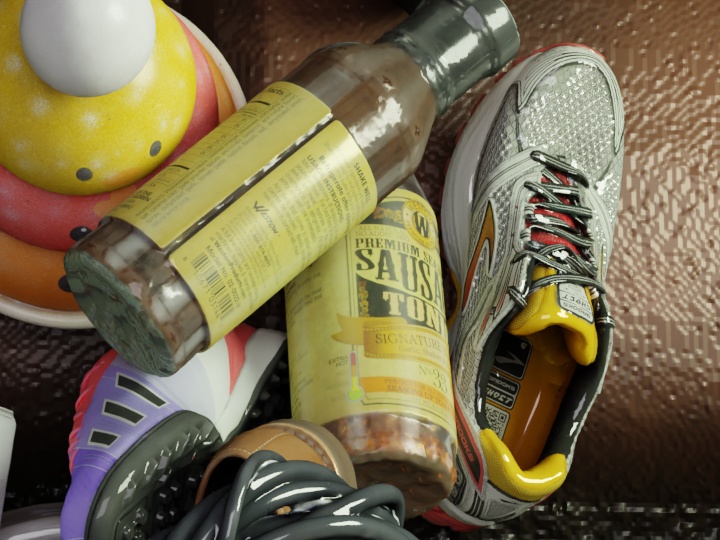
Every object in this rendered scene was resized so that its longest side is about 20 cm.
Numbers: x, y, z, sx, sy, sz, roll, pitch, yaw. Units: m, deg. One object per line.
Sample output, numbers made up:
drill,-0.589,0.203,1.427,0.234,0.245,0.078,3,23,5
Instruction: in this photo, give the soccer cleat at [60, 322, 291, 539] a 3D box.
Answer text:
soccer cleat,-0.082,0.065,1.081,0.073,0.200,0.069,15,111,11

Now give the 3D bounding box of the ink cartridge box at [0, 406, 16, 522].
ink cartridge box,-0.251,0.103,1.029,0.199,0.146,0.148,1,75,25

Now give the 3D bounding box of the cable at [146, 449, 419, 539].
cable,-0.039,0.155,0.965,0.162,0.051,0.201,-14,113,-21

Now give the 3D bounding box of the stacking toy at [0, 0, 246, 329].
stacking toy,-0.109,-0.067,1.090,0.145,0.200,0.147,1,76,-4

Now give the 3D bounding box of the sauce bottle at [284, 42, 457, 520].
sauce bottle,0.000,0.000,1.133,0.066,0.066,0.201,-2,59,-6

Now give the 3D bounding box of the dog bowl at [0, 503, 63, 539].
dog bowl,-0.109,0.185,1.106,0.199,0.059,0.201,1,77,-6

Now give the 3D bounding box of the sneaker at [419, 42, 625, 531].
sneaker,0.075,0.006,1.147,0.078,0.082,0.201,16,77,-24

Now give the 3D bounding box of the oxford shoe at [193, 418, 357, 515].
oxford shoe,-0.047,0.154,1.016,0.071,0.071,0.201,3,91,20

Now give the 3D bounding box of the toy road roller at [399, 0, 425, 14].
toy road roller,0.056,-0.208,1.158,0.200,0.146,0.123,-37,84,-12

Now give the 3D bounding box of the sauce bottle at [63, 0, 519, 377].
sauce bottle,-0.020,-0.040,1.087,0.200,0.065,0.065,-38,84,-23
